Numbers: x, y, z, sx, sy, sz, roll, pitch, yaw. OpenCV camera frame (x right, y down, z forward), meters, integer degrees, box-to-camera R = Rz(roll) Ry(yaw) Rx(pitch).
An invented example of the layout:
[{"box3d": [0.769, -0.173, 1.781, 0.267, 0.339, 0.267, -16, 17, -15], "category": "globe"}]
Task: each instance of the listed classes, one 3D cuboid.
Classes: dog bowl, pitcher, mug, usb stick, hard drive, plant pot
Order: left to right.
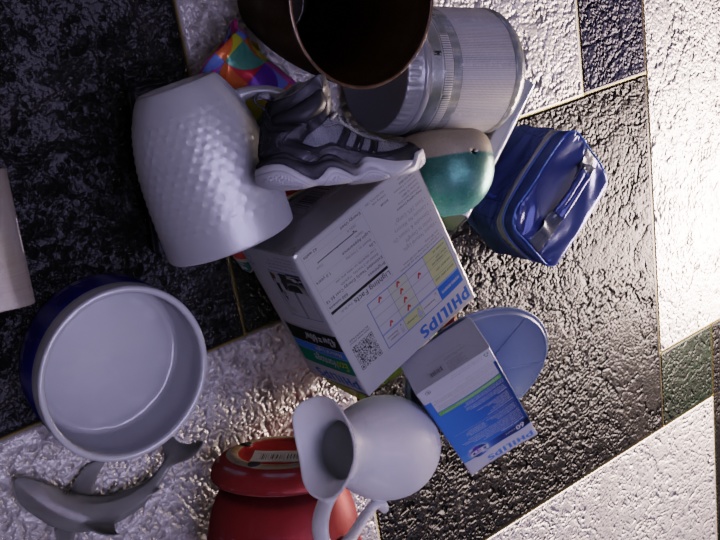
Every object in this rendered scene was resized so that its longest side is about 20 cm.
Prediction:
[{"box3d": [-0.278, 0.108, 1.125, 0.198, 0.078, 0.203, -10, 107, -34], "category": "dog bowl"}, {"box3d": [-0.228, -0.116, 1.135, 0.055, 0.032, 0.203, -21, 113, -38], "category": "usb stick"}, {"box3d": [-0.145, -0.124, 1.071, 0.198, 0.148, 0.177, -21, 107, -8], "category": "mug"}, {"box3d": [-0.095, 0.312, 1.245, 0.198, 0.199, 0.185, -5, 97, -35], "category": "plant pot"}, {"box3d": [-0.051, -0.305, 1.109, 0.185, 0.199, 0.190, -10, 108, -33], "category": "plant pot"}, {"box3d": [0.009, 0.231, 1.147, 0.199, 0.120, 0.174, 11, 81, -55], "category": "pitcher"}, {"box3d": [0.172, -0.155, 1.364, 0.026, 0.132, 0.202, 28, 83, 0], "category": "hard drive"}]

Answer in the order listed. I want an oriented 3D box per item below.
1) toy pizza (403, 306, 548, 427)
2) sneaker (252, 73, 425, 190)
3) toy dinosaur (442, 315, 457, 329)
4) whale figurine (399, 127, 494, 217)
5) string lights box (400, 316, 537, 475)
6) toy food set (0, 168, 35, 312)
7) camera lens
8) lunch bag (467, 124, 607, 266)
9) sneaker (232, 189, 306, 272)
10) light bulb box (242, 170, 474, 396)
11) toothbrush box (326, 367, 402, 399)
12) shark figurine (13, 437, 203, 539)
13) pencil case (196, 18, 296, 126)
[{"box3d": [0.143, 0.119, 1.248, 0.198, 0.032, 0.202, -13, 131, -15], "category": "toy pizza"}, {"box3d": [-0.021, -0.147, 1.039, 0.198, 0.075, 0.115, -8, 94, -29], "category": "sneaker"}, {"box3d": [0.099, 0.135, 1.340, 0.181, 0.105, 0.200, -40, 125, 14], "category": "toy dinosaur"}, {"box3d": [0.082, -0.112, 1.255, 0.158, 0.199, 0.105, -8, 85, -37], "category": "whale figurine"}, {"box3d": [0.135, 0.158, 1.212, 0.102, 0.059, 0.201, -32, 134, 1], "category": "string lights box"}, {"box3d": [-0.437, -0.017, 0.998, 0.198, 0.060, 0.146, -15, 99, -34], "category": "toy food set"}, {"box3d": [0.096, -0.251, 1.256, 0.198, 0.159, 0.162, -8, 107, -34], "category": "camera lens"}, {"box3d": [0.264, -0.113, 1.433, 0.136, 0.132, 0.201, 41, 78, -36], "category": "lunch bag"}, {"box3d": [-0.085, -0.071, 1.239, 0.199, 0.070, 0.094, -34, 137, -27], "category": "sneaker"}, {"box3d": [0.000, 0.000, 1.167, 0.198, 0.124, 0.201, -40, 119, -24], "category": "light bulb box"}, {"box3d": [0.007, 0.042, 1.315, 0.145, 0.086, 0.202, -28, 116, -28], "category": "toothbrush box"}, {"box3d": [-0.283, 0.273, 1.162, 0.212, 0.089, 0.130, -16, 112, -30], "category": "shark figurine"}, {"box3d": [-0.097, -0.190, 1.140, 0.200, 0.088, 0.089, 43, 75, -11], "category": "pencil case"}]
